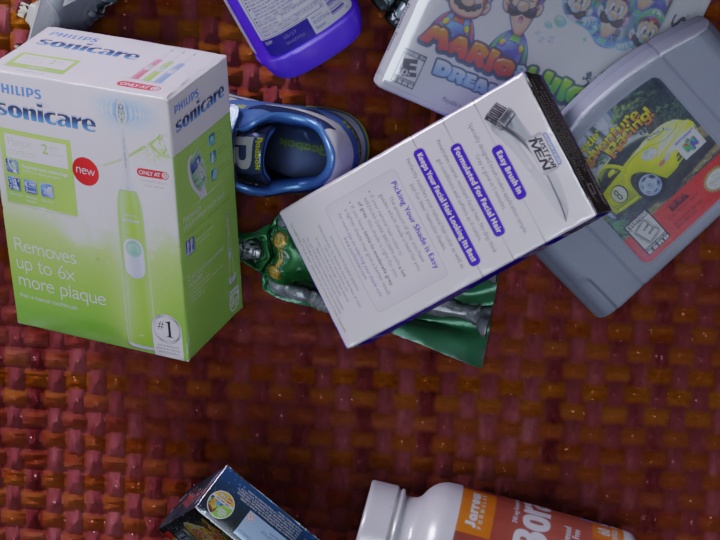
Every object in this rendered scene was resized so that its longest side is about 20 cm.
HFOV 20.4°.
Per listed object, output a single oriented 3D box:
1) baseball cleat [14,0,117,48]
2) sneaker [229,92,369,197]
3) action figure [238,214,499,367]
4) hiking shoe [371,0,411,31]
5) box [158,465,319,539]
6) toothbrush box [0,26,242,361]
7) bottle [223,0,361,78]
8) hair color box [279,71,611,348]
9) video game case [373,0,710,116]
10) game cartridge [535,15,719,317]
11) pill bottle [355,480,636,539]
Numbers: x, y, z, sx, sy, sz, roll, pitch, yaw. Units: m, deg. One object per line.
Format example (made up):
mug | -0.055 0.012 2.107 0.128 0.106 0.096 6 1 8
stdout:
baseball cleat | -0.164 -0.218 1.413 0.106 0.070 0.201 27 101 0
sneaker | -0.095 -0.091 1.423 0.199 0.082 0.074 1 102 5
action figure | 0.000 0.000 1.449 0.199 0.055 0.119 11 103 7
hiking shoe | 0.011 -0.262 1.398 0.086 0.074 0.200 -35 106 2
box | -0.069 0.204 1.416 0.136 0.200 0.038 38 73 -3
toothbrush box | -0.168 -0.054 1.384 0.145 0.086 0.201 12 121 22
bottle | -0.074 -0.232 1.373 0.083 0.065 0.201 -33 119 -4
hair color box | 0.058 -0.040 1.367 0.199 0.065 0.110 -29 85 18
video game case | 0.134 -0.175 1.394 0.199 0.024 0.183 22 102 -17
game cartridge | 0.198 -0.076 1.407 0.200 0.041 0.133 -44 108 8
pill bottle | 0.093 0.219 1.448 0.199 0.112 0.113 15 101 1
